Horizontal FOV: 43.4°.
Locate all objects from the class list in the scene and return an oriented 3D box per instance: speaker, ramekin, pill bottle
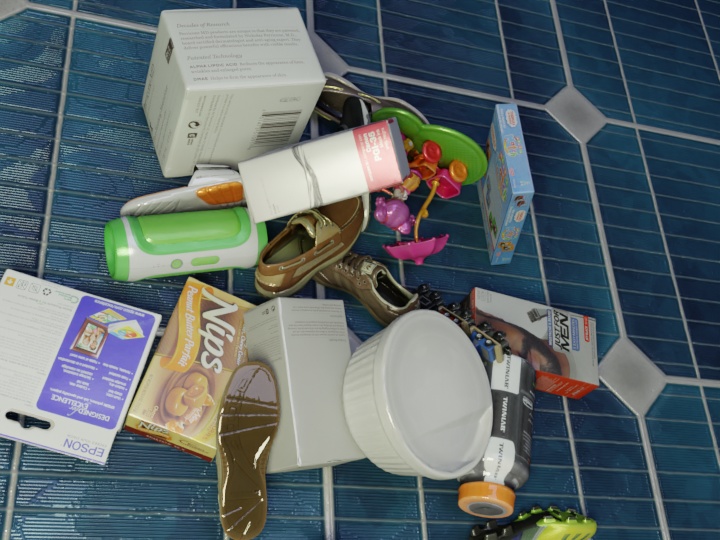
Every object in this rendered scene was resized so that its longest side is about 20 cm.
[{"bbox_3d":[-0.226,-0.036,1.179,0.199,0.089,0.089,-7,65,-25],"label":"speaker"},{"bbox_3d":[0.065,0.157,1.105,0.202,0.094,0.204,21,59,-39],"label":"ramekin"},{"bbox_3d":[0.173,0.217,1.186,0.106,0.106,0.201,18,56,-12],"label":"pill bottle"}]

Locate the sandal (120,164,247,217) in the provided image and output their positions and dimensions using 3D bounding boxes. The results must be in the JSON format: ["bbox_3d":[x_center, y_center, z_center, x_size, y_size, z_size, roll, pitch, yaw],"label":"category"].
[{"bbox_3d":[-0.227,-0.114,1.226,0.205,0.079,0.060,-11,69,-25],"label":"sandal"}]

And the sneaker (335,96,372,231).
[{"bbox_3d":[-0.032,-0.158,1.313,0.087,0.076,0.202,2,79,-13],"label":"sneaker"}]

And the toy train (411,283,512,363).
[{"bbox_3d":[0.130,0.072,1.233,0.046,0.034,0.200,-31,38,-21],"label":"toy train"}]

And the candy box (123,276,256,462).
[{"bbox_3d":[-0.198,0.120,1.119,0.115,0.055,0.201,24,55,-9],"label":"candy box"}]

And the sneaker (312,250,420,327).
[{"bbox_3d":[0.000,0.000,1.256,0.199,0.076,0.071,35,55,0],"label":"sneaker"}]

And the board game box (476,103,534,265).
[{"bbox_3d":[0.210,-0.123,1.338,0.036,0.200,0.152,-4,62,-3],"label":"board game box"}]

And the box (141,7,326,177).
[{"bbox_3d":[-0.179,-0.244,1.246,0.199,0.199,0.131,-9,65,-26],"label":"box"}]

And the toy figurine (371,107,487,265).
[{"bbox_3d":[0.075,-0.107,1.310,0.199,0.150,0.185,32,62,-28],"label":"toy figurine"}]

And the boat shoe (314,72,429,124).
[{"bbox_3d":[0.012,-0.239,1.393,0.199,0.072,0.060,25,35,-2],"label":"boat shoe"}]

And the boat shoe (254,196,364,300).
[{"bbox_3d":[-0.064,-0.043,1.207,0.075,0.074,0.200,28,57,22],"label":"boat shoe"}]

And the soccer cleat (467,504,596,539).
[{"bbox_3d":[0.220,0.357,1.166,0.199,0.065,0.084,-4,93,-29],"label":"soccer cleat"}]

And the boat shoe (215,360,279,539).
[{"bbox_3d":[-0.136,0.205,1.050,0.072,0.065,0.202,3,87,-17],"label":"boat shoe"}]

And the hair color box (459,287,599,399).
[{"bbox_3d":[0.241,0.106,1.304,0.199,0.064,0.112,13,59,-14],"label":"hair color box"}]

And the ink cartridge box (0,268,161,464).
[{"bbox_3d":[-0.358,0.114,1.055,0.197,0.043,0.201,17,56,-5],"label":"ink cartridge box"}]

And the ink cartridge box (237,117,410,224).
[{"bbox_3d":[-0.043,-0.132,1.171,0.198,0.147,0.083,-14,100,9],"label":"ink cartridge box"}]

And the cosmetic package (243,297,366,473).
[{"bbox_3d":[-0.069,0.140,1.108,0.107,0.085,0.202,6,71,-40],"label":"cosmetic package"}]
